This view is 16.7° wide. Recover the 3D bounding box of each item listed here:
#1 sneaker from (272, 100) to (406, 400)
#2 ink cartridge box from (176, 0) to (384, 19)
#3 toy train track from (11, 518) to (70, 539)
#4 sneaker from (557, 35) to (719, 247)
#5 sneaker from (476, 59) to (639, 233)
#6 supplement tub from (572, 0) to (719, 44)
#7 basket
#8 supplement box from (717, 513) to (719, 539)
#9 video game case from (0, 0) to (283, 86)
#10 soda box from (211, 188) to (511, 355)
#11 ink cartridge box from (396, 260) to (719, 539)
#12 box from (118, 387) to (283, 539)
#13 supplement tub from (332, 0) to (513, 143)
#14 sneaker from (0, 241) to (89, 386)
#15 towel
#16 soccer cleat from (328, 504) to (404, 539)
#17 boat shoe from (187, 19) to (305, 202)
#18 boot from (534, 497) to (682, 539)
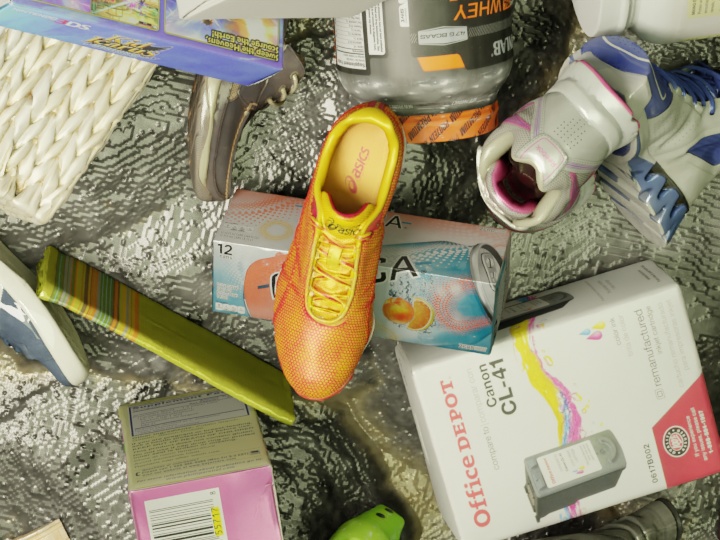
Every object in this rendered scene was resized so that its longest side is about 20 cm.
[{"bbox_3d":[-0.019,-0.013,1.602,0.073,0.077,0.201,11,96,7],"label":"sneaker"},{"bbox_3d":[-0.055,-0.263,1.530,0.147,0.086,0.201,-6,82,-38],"label":"ink cartridge box"},{"bbox_3d":[-0.244,0.253,1.761,0.114,0.033,0.200,-26,106,-1],"label":"toy train track"},{"bbox_3d":[0.211,-0.114,1.693,0.115,0.081,0.200,-44,146,-10],"label":"sneaker"},{"bbox_3d":[0.112,-0.069,1.655,0.088,0.200,0.081,-39,81,-20],"label":"sneaker"},{"bbox_3d":[0.245,-0.231,1.658,0.199,0.145,0.146,-8,104,-6],"label":"supplement tub"},{"bbox_3d":[-0.216,-0.138,1.609,0.123,0.135,0.200,38,82,-20],"label":"basket"},{"bbox_3d":[0.321,0.119,1.766,0.085,0.110,0.201,4,102,-8],"label":"supplement box"},{"bbox_3d":[-0.139,-0.224,1.539,0.199,0.045,0.182,11,70,-35],"label":"video game case"},{"bbox_3d":[0.000,0.000,1.681,0.199,0.068,0.064,8,127,9],"label":"soda box"},{"bbox_3d":[0.142,0.095,1.743,0.199,0.086,0.148,-18,105,-5],"label":"ink cartridge box"},{"bbox_3d":[-0.102,0.193,1.680,0.096,0.200,0.177,-10,105,-4],"label":"box"},{"bbox_3d":[0.040,-0.192,1.651,0.122,0.123,0.201,-6,104,-6],"label":"supplement tub"},{"bbox_3d":[-0.273,0.016,1.685,0.084,0.075,0.200,-41,95,1],"label":"sneaker"},{"bbox_3d":[-0.136,0.048,1.701,0.200,0.086,0.018,29,105,-13],"label":"towel"},{"bbox_3d":[-0.013,0.260,1.777,0.067,0.081,0.200,29,120,17],"label":"soccer cleat"},{"bbox_3d":[-0.072,-0.141,1.673,0.073,0.075,0.201,9,103,-9],"label":"boat shoe"},{"bbox_3d":[0.134,0.225,1.775,0.130,0.200,0.068,-17,84,-47],"label":"boot"}]
